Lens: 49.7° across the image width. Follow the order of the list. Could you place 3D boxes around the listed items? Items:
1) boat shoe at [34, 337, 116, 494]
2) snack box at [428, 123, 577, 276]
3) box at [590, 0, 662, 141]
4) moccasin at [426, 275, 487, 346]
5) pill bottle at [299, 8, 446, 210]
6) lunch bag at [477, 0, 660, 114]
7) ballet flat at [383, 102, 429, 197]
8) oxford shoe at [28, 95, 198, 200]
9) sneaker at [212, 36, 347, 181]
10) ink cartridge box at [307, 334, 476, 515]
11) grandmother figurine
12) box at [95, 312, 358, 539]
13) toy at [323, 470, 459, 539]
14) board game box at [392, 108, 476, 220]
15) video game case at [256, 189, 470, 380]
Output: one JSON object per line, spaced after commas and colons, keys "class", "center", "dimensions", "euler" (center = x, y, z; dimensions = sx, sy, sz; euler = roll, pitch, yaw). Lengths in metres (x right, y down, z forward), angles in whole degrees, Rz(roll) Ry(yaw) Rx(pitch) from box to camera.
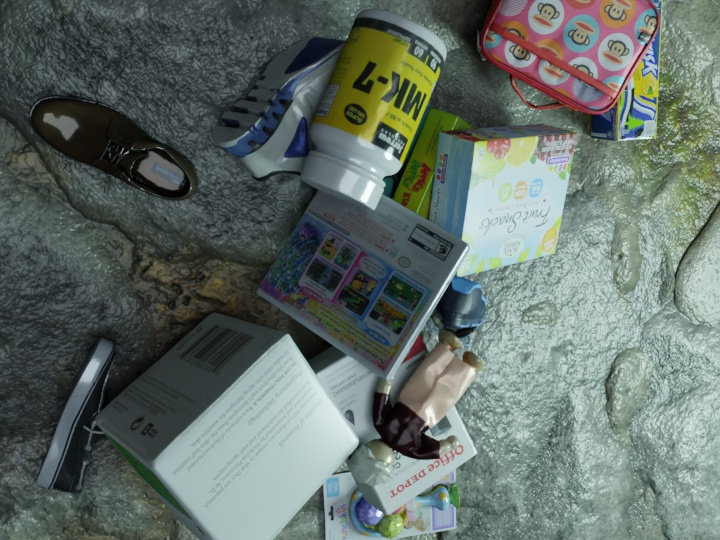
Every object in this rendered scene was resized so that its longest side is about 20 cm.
{"class": "boat shoe", "center": [-0.323, 0.178, 0.931], "dimensions": [0.068, 0.074, 0.201], "euler": [22, 95, -17]}
{"class": "snack box", "center": [0.179, -0.094, 0.990], "dimensions": [0.199, 0.067, 0.170], "euler": [-10, 116, -38]}
{"class": "box", "center": [0.359, -0.279, 1.051], "dimensions": [0.064, 0.070, 0.202], "euler": [-5, 104, -15]}
{"class": "moccasin", "center": [0.116, 0.053, 0.992], "dimensions": [0.080, 0.200, 0.069], "euler": [16, 83, 16]}
{"class": "pill bottle", "center": [0.011, -0.179, 0.883], "dimensions": [0.113, 0.114, 0.202], "euler": [22, 90, -21]}
{"class": "lunch bag", "center": [0.252, -0.291, 0.982], "dimensions": [0.199, 0.082, 0.177], "euler": [27, 110, -1]}
{"class": "ballet flat", "center": [0.020, -0.133, 0.977], "dimensions": [0.072, 0.073, 0.202], "euler": [17, 102, -21]}
{"class": "oxford shoe", "center": [-0.272, -0.139, 0.872], "dimensions": [0.199, 0.084, 0.073], "euler": [23, 96, -20]}
{"class": "sneaker", "center": [-0.080, -0.180, 0.934], "dimensions": [0.200, 0.080, 0.116], "euler": [-49, 136, -18]}
{"class": "ink cartridge box", "center": [0.035, 0.177, 0.974], "dimensions": [0.144, 0.084, 0.201], "euler": [-29, 100, -17]}
{"class": "grandmother figurine", "center": [0.063, 0.171, 0.913], "dimensions": [0.121, 0.061, 0.200], "euler": [40, 78, 14]}
{"class": "box", "center": [-0.154, 0.183, 0.891], "dimensions": [0.200, 0.198, 0.172], "euler": [-44, 117, -24]}
{"class": "toy", "center": [0.050, 0.338, 1.103], "dimensions": [0.198, 0.047, 0.116], "euler": [-6, 102, -17]}
{"class": "board game box", "center": [0.094, -0.092, 0.998], "dimensions": [0.101, 0.047, 0.202], "euler": [18, 97, -49]}
{"class": "video game case", "center": [0.000, 0.000, 0.922], "dimensions": [0.199, 0.024, 0.183], "euler": [32, 89, 19]}
